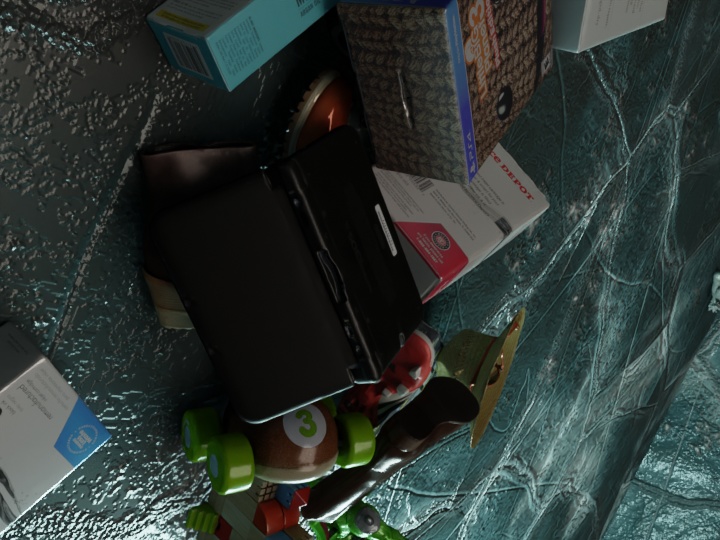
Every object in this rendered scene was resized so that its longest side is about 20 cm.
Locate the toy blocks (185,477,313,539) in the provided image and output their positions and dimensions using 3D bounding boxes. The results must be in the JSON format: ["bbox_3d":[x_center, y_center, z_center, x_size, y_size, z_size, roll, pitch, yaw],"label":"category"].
[{"bbox_3d":[-0.115,0.296,0.813,0.100,0.136,0.201,1,111,-50],"label":"toy blocks"}]

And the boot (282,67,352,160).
[{"bbox_3d":[-0.024,-0.087,0.691,0.075,0.107,0.201,-40,146,-65],"label":"boot"}]

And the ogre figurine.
[{"bbox_3d":[-0.011,0.325,0.920,0.098,0.200,0.120,-37,124,-11],"label":"ogre figurine"}]

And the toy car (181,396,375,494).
[{"bbox_3d":[-0.084,0.099,0.730,0.163,0.158,0.201,-3,99,-31],"label":"toy car"}]

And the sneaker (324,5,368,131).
[{"bbox_3d":[0.026,-0.180,0.697,0.200,0.070,0.083,53,39,-49],"label":"sneaker"}]

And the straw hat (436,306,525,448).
[{"bbox_3d":[0.149,0.128,0.967,0.201,0.085,0.202,-55,157,-38],"label":"straw hat"}]

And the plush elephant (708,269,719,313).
[{"bbox_3d":[1.179,0.073,2.215,0.164,0.154,0.201,-27,131,-38],"label":"plush elephant"}]

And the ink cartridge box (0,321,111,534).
[{"bbox_3d":[-0.309,0.151,0.544,0.200,0.068,0.116,-43,139,-23],"label":"ink cartridge box"}]

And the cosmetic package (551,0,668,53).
[{"bbox_3d":[0.233,-0.356,0.789,0.200,0.167,0.167,-29,132,-37],"label":"cosmetic package"}]

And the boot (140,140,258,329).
[{"bbox_3d":[-0.091,-0.028,0.634,0.199,0.072,0.167,-2,115,-14],"label":"boot"}]

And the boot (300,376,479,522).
[{"bbox_3d":[0.034,0.217,0.848,0.186,0.064,0.200,-6,142,-53],"label":"boot"}]

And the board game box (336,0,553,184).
[{"bbox_3d":[0.087,-0.205,0.634,0.200,0.096,0.160,-53,143,-33],"label":"board game box"}]

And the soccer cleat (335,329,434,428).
[{"bbox_3d":[0.035,0.109,0.769,0.085,0.069,0.200,-37,164,-38],"label":"soccer cleat"}]

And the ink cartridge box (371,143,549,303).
[{"bbox_3d":[0.093,-0.070,0.809,0.200,0.145,0.084,-32,168,-34],"label":"ink cartridge box"}]

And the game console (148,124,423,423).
[{"bbox_3d":[-0.052,0.001,0.623,0.176,0.116,0.201,-45,119,-51],"label":"game console"}]

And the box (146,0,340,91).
[{"bbox_3d":[-0.068,-0.231,0.579,0.200,0.082,0.049,-46,142,-20],"label":"box"}]

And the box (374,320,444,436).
[{"bbox_3d":[0.041,0.172,0.965,0.200,0.049,0.161,-54,161,-9],"label":"box"}]
